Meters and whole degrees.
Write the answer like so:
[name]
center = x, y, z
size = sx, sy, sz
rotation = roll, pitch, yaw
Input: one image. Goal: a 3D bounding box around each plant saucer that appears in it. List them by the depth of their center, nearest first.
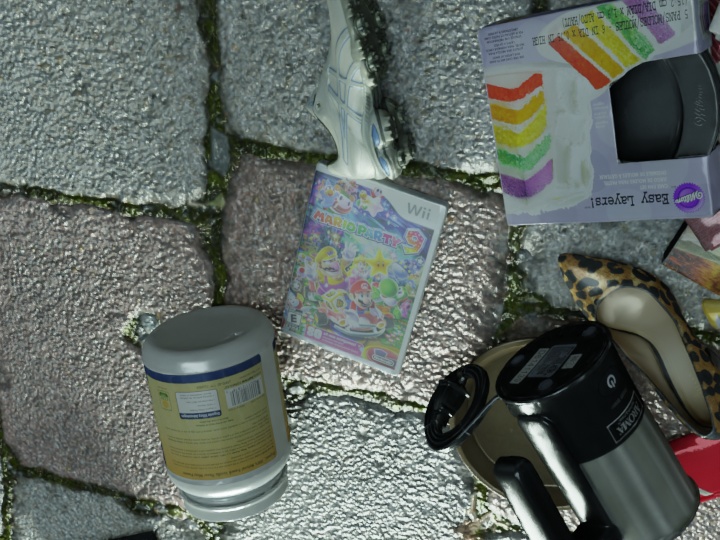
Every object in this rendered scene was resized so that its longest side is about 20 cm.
[plant saucer]
center = 0.191, 0.157, 0.906
size = 0.198, 0.029, 0.202
rotation = 6, 112, 15

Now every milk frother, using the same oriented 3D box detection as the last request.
[milk frother]
center = 0.182, 0.170, 0.838
size = 0.180, 0.200, 0.189
rotation = -36, 104, -14

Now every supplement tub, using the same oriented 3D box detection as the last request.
[supplement tub]
center = -0.152, 0.155, 0.952
size = 0.143, 0.144, 0.202
rotation = -1, 109, 18

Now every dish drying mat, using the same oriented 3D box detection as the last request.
[dish drying mat]
center = 0.379, 0.182, 0.859
size = 0.199, 0.018, 0.077
rotation = -26, 99, 25

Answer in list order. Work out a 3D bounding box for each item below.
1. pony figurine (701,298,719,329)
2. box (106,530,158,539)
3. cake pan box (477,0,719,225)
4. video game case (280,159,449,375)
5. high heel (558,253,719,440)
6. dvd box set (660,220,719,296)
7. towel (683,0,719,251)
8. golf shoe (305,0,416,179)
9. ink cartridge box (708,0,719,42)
[pony figurine]
center = 0.414, 0.058, 0.706
size = 0.199, 0.166, 0.194
rotation = -29, 91, 42
[box]
center = -0.341, 0.442, 1.160
size = 0.198, 0.079, 0.142
rotation = -17, 107, 23
[cake pan box]
center = 0.208, -0.134, 0.745
size = 0.198, 0.052, 0.186
rotation = 1, 111, 36
[video game case]
center = 0.000, 0.000, 0.914
size = 0.142, 0.018, 0.202
rotation = 20, 115, 11
[high heel]
center = 0.256, 0.063, 0.784
size = 0.199, 0.143, 0.072
rotation = 38, 117, 1
[dvd box set]
center = 0.394, -0.019, 0.771
size = 0.199, 0.029, 0.147
rotation = 30, 116, 6
[towel]
center = 0.301, -0.137, 0.740
size = 0.144, 0.023, 0.201
rotation = -37, 81, 27
[golf shoe]
center = -0.017, -0.180, 0.821
size = 0.096, 0.078, 0.202
rotation = -6, 107, 24
[ink cartridge box]
center = 0.365, -0.243, 0.629
size = 0.144, 0.084, 0.202
rotation = 26, 106, 26
